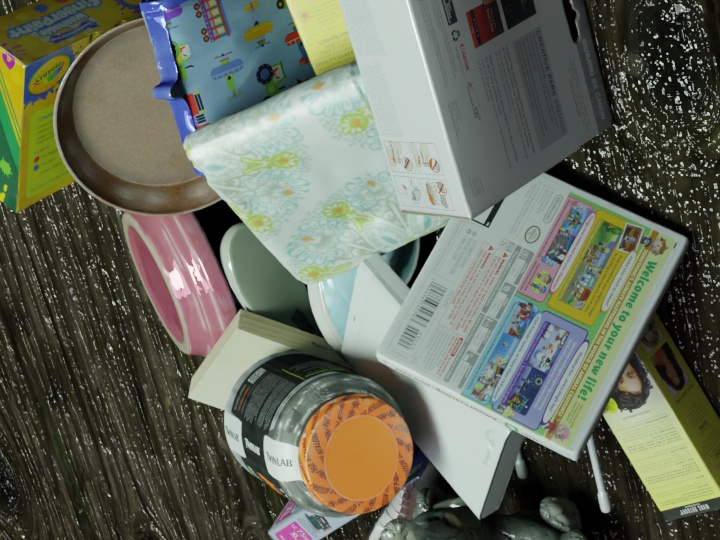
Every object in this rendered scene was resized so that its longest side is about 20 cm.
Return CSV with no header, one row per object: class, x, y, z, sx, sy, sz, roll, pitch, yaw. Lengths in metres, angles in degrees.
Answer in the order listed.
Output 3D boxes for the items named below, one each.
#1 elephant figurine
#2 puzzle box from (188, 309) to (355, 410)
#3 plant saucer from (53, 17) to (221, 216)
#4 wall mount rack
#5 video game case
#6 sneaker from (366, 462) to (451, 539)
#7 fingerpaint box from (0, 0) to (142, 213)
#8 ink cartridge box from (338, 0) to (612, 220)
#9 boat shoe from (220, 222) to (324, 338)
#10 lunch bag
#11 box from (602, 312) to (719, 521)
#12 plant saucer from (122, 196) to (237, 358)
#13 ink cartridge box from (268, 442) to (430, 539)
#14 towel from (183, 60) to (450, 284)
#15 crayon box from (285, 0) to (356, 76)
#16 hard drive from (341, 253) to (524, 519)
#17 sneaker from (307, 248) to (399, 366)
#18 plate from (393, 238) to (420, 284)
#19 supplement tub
elephant figurine,0.094,0.249,1.502,0.198,0.142,0.156,13,130,-11
puzzle box,-0.050,0.111,1.598,0.199,0.026,0.133,20,139,-17
plant saucer,-0.176,-0.143,1.502,0.035,0.198,0.202,-110,17,-54
wall mount rack,0.141,0.136,1.474,0.173,0.075,0.199,32,172,-35
video game case,0.137,0.023,1.331,0.181,0.201,0.022,26,166,17
sneaker,0.086,0.232,1.616,0.115,0.076,0.201,33,142,9
fingerpaint box,-0.263,-0.173,1.546,0.073,0.200,0.168,34,135,23
ink cartridge box,0.089,-0.167,1.272,0.084,0.175,0.201,8,122,49
boat shoe,-0.087,0.031,1.595,0.071,0.070,0.201,10,145,44
lunch bag,-0.097,-0.180,1.395,0.094,0.200,0.152,6,120,38
box,0.243,0.110,1.401,0.075,0.050,0.201,-26,99,48
plant saucer,-0.180,0.003,1.638,0.201,0.051,0.201,56,161,30
ink cartridge box,0.004,0.184,1.565,0.042,0.119,0.200,47,132,-9
towel,-0.022,-0.076,1.361,0.170,0.048,0.200,-24,138,15
crayon box,0.009,-0.222,1.348,0.126,0.051,0.201,-17,107,16
hard drive,0.058,0.097,1.405,0.200,0.026,0.132,49,149,28
sneaker,0.000,0.000,1.488,0.082,0.074,0.201,4,120,43
plate,-0.021,-0.061,1.538,0.199,0.026,0.202,23,131,30
supplement tub,-0.036,0.142,1.447,0.123,0.122,0.200,65,164,-14
